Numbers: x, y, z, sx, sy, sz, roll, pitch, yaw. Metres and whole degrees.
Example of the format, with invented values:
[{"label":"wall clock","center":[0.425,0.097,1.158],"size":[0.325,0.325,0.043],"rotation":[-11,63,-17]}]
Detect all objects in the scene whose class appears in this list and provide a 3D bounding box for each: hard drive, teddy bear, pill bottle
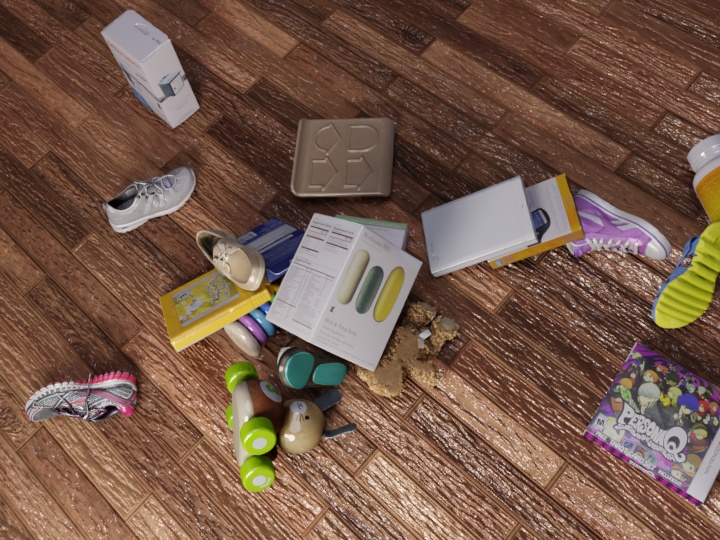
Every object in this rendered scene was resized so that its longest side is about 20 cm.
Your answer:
[{"label":"hard drive","center":[0.213,-0.080,1.360],"size":[0.198,0.026,0.133],"rotation":[-19,60,22]},{"label":"teddy bear","center":[0.085,0.141,1.292],"size":[0.143,0.067,0.202],"rotation":[21,61,8]},{"label":"pill bottle","center":[0.657,-0.137,1.310],"size":[0.110,0.111,0.202],"rotation":[-15,62,1]}]

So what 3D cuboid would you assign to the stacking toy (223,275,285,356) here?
[{"label":"stacking toy","center":[-0.154,0.057,1.357],"size":[0.085,0.086,0.200],"rotation":[35,69,23]}]

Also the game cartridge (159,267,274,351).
[{"label":"game cartridge","center":[-0.264,0.048,1.357],"size":[0.199,0.033,0.176],"rotation":[-31,32,-7]}]

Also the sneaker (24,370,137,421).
[{"label":"sneaker","center":[-0.495,0.234,1.316],"size":[0.197,0.081,0.076],"rotation":[-13,63,1]}]

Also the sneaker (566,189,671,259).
[{"label":"sneaker","center":[0.442,-0.050,1.329],"size":[0.200,0.073,0.115],"rotation":[34,77,33]}]

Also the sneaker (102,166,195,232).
[{"label":"sneaker","center":[-0.423,-0.151,1.501],"size":[0.199,0.082,0.075],"rotation":[-34,63,-9]}]

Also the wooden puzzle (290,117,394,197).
[{"label":"wooden puzzle","center":[-0.033,-0.223,1.502],"size":[0.197,0.046,0.188],"rotation":[2,64,5]}]

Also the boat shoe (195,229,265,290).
[{"label":"boat shoe","center":[-0.234,-0.023,1.322],"size":[0.200,0.064,0.073],"rotation":[37,105,49]}]

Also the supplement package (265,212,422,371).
[{"label":"supplement package","center":[-0.028,0.034,1.249],"size":[0.150,0.151,0.202],"rotation":[18,82,53]}]

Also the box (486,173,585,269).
[{"label":"box","center":[0.295,-0.085,1.355],"size":[0.198,0.041,0.120],"rotation":[-21,59,23]}]

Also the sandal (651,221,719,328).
[{"label":"sandal","center":[0.565,0.011,1.271],"size":[0.079,0.087,0.201],"rotation":[35,92,0]}]

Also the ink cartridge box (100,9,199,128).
[{"label":"ink cartridge box","center":[-0.440,-0.424,1.577],"size":[0.146,0.201,0.086],"rotation":[39,74,24]}]

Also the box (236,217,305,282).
[{"label":"box","center":[-0.152,-0.037,1.366],"size":[0.120,0.033,0.199],"rotation":[-31,32,-24]}]

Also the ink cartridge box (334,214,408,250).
[{"label":"ink cartridge box","center":[0.000,0.000,1.380],"size":[0.144,0.048,0.202],"rotation":[9,62,12]}]

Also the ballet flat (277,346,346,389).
[{"label":"ballet flat","center":[-0.097,0.162,1.235],"size":[0.068,0.200,0.069],"rotation":[19,85,29]}]

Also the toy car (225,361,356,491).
[{"label":"toy car","center":[-0.111,0.242,1.225],"size":[0.197,0.160,0.165],"rotation":[-6,34,-18]}]

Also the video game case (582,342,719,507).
[{"label":"video game case","center":[0.487,0.240,1.186],"size":[0.199,0.036,0.182],"rotation":[31,70,22]}]
